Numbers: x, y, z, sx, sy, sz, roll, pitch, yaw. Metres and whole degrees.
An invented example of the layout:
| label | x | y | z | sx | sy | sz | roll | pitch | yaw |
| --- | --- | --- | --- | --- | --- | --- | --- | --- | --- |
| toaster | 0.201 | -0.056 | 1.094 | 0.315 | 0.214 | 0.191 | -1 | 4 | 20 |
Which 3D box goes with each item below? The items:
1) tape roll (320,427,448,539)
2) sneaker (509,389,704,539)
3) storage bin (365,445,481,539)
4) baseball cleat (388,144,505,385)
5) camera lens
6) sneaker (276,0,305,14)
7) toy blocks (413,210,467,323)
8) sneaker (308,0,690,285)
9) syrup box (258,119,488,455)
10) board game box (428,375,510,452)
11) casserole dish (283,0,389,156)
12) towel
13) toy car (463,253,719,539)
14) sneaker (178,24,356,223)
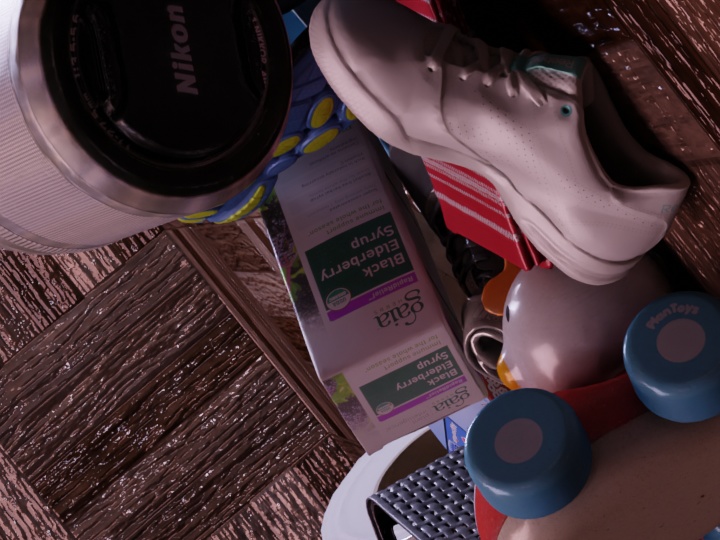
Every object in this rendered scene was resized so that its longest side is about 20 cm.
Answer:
| label | x | y | z | sx | sy | sz | roll | pitch | yaw |
| --- | --- | --- | --- | --- | --- | --- | --- | --- | --- |
| tape roll | 0.070 | 0.160 | 2.025 | 0.071 | 0.202 | 0.202 | 51 | 172 | -18 |
| sneaker | 0.176 | 0.106 | 1.564 | 0.199 | 0.075 | 0.090 | 27 | 167 | 1 |
| storage bin | 0.098 | 0.196 | 1.651 | 0.200 | 0.093 | 0.136 | 36 | 150 | 60 |
| baseball cleat | 0.073 | -0.008 | 1.575 | 0.200 | 0.106 | 0.070 | 41 | 139 | 19 |
| camera lens | -0.142 | -0.096 | 1.499 | 0.160 | 0.160 | 0.200 | 52 | 149 | -14 |
| sneaker | -0.096 | -0.203 | 1.604 | 0.200 | 0.108 | 0.070 | 44 | 170 | 37 |
| toy blocks | 0.086 | 0.046 | 1.863 | 0.136 | 0.100 | 0.200 | 34 | 165 | 27 |
| sneaker | 0.071 | -0.083 | 1.344 | 0.200 | 0.075 | 0.089 | 36 | 138 | -5 |
| syrup box | 0.000 | 0.000 | 1.631 | 0.082 | 0.078 | 0.201 | 59 | -172 | -46 |
| board game box | 0.081 | 0.102 | 1.774 | 0.103 | 0.019 | 0.200 | 53 | 168 | -7 |
| casserole dish | -0.032 | -0.156 | 1.720 | 0.200 | 0.039 | 0.121 | 50 | 172 | 7 |
| towel | 0.043 | -0.099 | 1.470 | 0.201 | 0.022 | 0.145 | 69 | 168 | -16 |
| toy car | 0.116 | 0.056 | 1.471 | 0.200 | 0.176 | 0.185 | 59 | -179 | 37 |
| sneaker | -0.060 | -0.094 | 1.576 | 0.199 | 0.070 | 0.083 | -38 | 64 | 52 |
